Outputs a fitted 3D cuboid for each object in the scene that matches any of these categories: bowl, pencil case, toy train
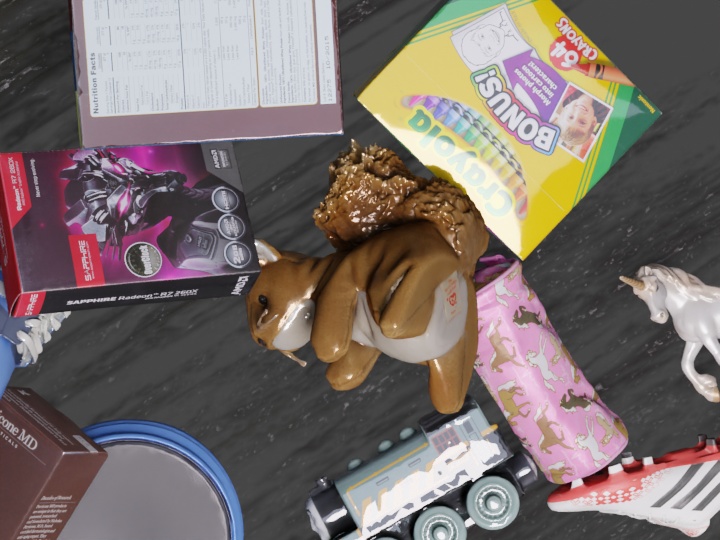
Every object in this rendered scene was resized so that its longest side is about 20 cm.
[{"bbox_3d":[-0.199,0.229,1.557,0.199,0.039,0.202,-1,97,-7],"label":"bowl"},{"bbox_3d":[0.147,0.084,1.557,0.083,0.087,0.200,-32,101,12],"label":"pencil case"},{"bbox_3d":[0.051,0.193,1.565,0.199,0.085,0.114,-30,88,0],"label":"toy train"}]

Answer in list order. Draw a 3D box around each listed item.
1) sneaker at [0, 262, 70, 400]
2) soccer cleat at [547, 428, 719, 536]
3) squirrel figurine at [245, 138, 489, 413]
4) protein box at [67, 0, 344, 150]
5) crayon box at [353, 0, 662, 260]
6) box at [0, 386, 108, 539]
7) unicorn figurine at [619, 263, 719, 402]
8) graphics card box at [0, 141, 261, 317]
[{"bbox_3d":[-0.243,0.021,1.472,0.146,0.081,0.201,3,63,-4],"label":"sneaker"},{"bbox_3d":[0.264,0.198,1.594,0.199,0.069,0.086,-13,94,-10],"label":"soccer cleat"},{"bbox_3d":[0.000,0.000,1.495,0.186,0.142,0.201,6,68,32],"label":"squirrel figurine"},{"bbox_3d":[-0.124,-0.170,1.433,0.199,0.199,0.136,-3,97,-6],"label":"protein box"},{"bbox_3d":[0.123,-0.140,1.537,0.200,0.058,0.173,43,91,-10],"label":"crayon box"},{"bbox_3d":[-0.307,0.205,1.497,0.100,0.075,0.201,35,97,24],"label":"box"},{"bbox_3d":[0.318,0.043,1.584,0.199,0.074,0.138,-19,90,-18],"label":"unicorn figurine"},{"bbox_3d":[-0.188,-0.035,1.448,0.199,0.051,0.126,-4,65,-22],"label":"graphics card box"}]
